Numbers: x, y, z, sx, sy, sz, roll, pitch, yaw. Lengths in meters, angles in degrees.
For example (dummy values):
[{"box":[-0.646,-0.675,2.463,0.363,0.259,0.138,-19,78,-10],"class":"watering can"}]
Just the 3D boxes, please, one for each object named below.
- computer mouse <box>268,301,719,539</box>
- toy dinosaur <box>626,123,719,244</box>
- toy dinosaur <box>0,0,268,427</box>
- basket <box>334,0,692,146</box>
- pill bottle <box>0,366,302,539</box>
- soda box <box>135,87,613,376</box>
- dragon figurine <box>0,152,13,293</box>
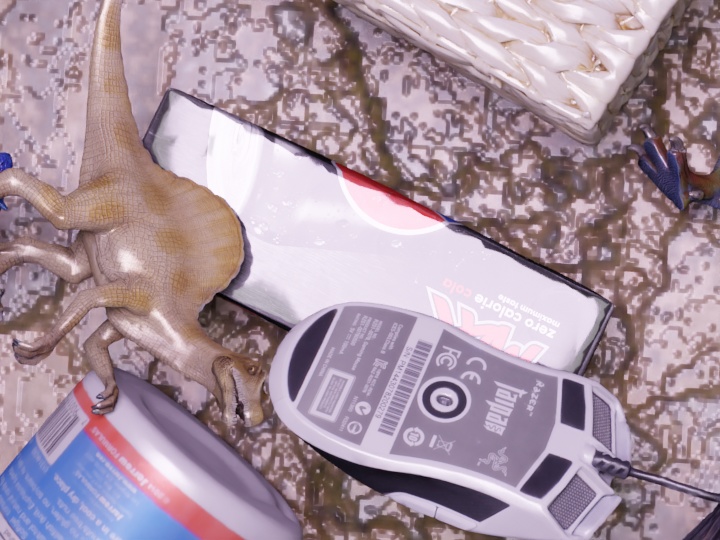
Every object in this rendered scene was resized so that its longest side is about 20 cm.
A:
[{"box":[0.062,0.068,0.761,0.200,0.044,0.110,20,57,11],"class":"computer mouse"},{"box":[0.201,-0.074,0.826,0.181,0.200,0.105,-31,45,-18],"class":"toy dinosaur"},{"box":[-0.098,-0.017,0.789,0.101,0.058,0.200,-15,71,-16],"class":"toy dinosaur"},{"box":[0.044,-0.146,0.800,0.200,0.136,0.124,31,95,6],"class":"basket"},{"box":[-0.125,0.146,0.812,0.112,0.112,0.200,40,93,6],"class":"pill bottle"},{"box":[0.000,0.000,0.831,0.200,0.063,0.071,26,90,6],"class":"soda box"},{"box":[-0.198,0.036,0.831,0.059,0.099,0.200,28,90,7],"class":"dragon figurine"}]
